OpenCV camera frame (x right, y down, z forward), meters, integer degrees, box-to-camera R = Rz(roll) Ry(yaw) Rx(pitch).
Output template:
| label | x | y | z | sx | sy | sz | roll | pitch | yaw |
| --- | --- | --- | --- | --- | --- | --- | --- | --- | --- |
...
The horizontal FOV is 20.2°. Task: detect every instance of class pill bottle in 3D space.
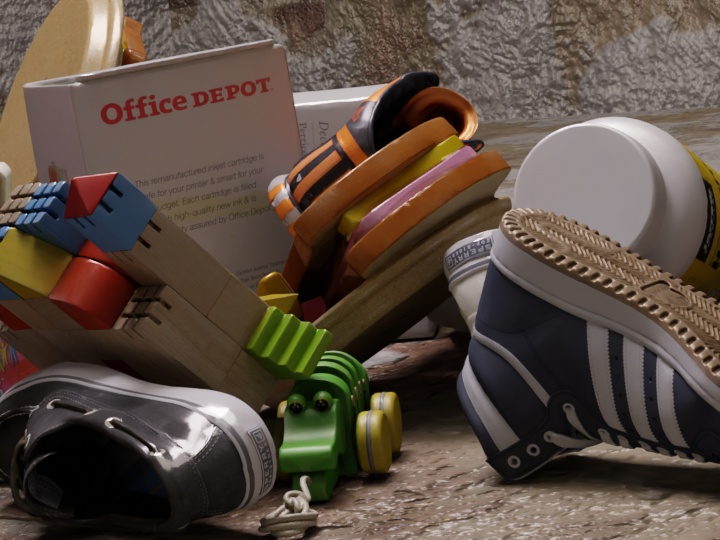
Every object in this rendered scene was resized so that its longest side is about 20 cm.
| label | x | y | z | sx | sy | sz | roll | pitch | yaw |
| --- | --- | --- | --- | --- | --- | --- | --- | --- | --- |
| pill bottle | 0.157 | -0.029 | 1.195 | 0.111 | 0.112 | 0.200 | -3 | -7 | 22 |

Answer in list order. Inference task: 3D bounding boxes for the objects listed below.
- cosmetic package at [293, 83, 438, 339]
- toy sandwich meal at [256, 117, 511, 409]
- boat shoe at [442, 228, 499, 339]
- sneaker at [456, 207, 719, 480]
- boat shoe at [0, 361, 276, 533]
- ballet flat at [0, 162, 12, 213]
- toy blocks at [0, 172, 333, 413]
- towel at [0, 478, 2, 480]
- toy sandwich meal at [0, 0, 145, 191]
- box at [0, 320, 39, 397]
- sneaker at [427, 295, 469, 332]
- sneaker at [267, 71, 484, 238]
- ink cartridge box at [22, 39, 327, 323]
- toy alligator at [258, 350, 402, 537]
| label | x | y | z | sx | sy | sz | roll | pitch | yaw |
| --- | --- | --- | --- | --- | --- | --- | --- | --- | --- |
| cosmetic package | -0.046 | -0.040 | 1.408 | 0.200 | 0.167 | 0.167 | -5 | 7 | 6 |
| toy sandwich meal | 0.000 | 0.000 | 1.118 | 0.205 | 0.070 | 0.205 | -37 | -7 | -5 |
| boat shoe | 0.118 | 0.035 | 1.083 | 0.071 | 0.070 | 0.200 | -25 | -27 | 28 |
| sneaker | 0.127 | 0.065 | 0.900 | 0.200 | 0.109 | 0.070 | 35 | 28 | 30 |
| boat shoe | -0.123 | 0.088 | 0.914 | 0.066 | 0.070 | 0.200 | -25 | 20 | -40 |
| ballet flat | -0.212 | -0.034 | 1.280 | 0.200 | 0.071 | 0.071 | 14 | 9 | 4 |
| toy blocks | -0.127 | 0.012 | 0.980 | 0.200 | 0.137 | 0.100 | -4 | 50 | 54 |
| towel | -0.176 | 0.088 | 1.101 | 0.200 | 0.024 | 0.147 | -4 | 9 | 18 |
| toy sandwich meal | -0.194 | -0.110 | 1.415 | 0.070 | 0.205 | 0.205 | 20 | -5 | -25 |
| box | -0.250 | 0.049 | 1.030 | 0.095 | 0.103 | 0.200 | 3 | 21 | 30 |
| sneaker | 0.098 | 0.017 | 1.301 | 0.085 | 0.073 | 0.200 | 18 | 11 | 8 |
| sneaker | 0.038 | -0.057 | 1.211 | 0.112 | 0.078 | 0.200 | -42 | -16 | 21 |
| ink cartridge box | -0.108 | -0.029 | 1.216 | 0.145 | 0.200 | 0.083 | -14 | 11 | -30 |
| toy alligator | -0.019 | 0.073 | 0.955 | 0.059 | 0.054 | 0.200 | -5 | 7 | 10 |
